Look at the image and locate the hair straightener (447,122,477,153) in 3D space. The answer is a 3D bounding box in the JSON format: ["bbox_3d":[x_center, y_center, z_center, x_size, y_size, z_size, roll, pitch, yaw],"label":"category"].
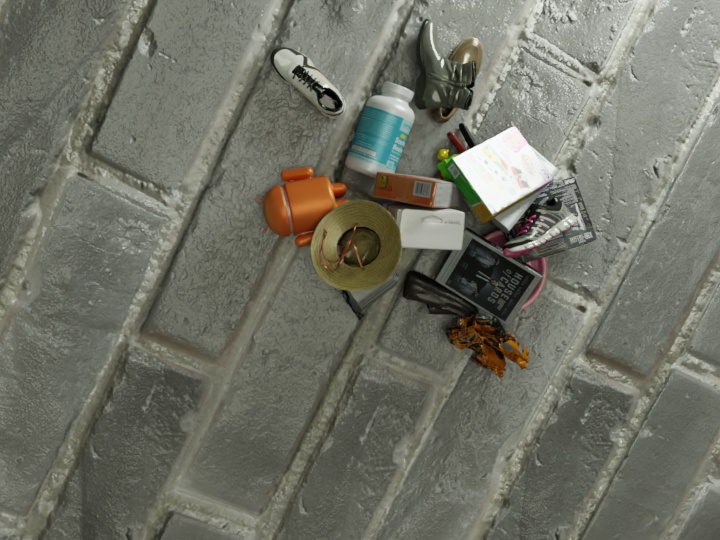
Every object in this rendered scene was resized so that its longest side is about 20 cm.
[{"bbox_3d":[0.285,-0.255,1.726,0.077,0.041,0.200,-40,97,-8],"label":"hair straightener"}]

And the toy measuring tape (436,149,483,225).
[{"bbox_3d":[0.237,-0.197,1.723,0.073,0.074,0.200,-39,109,-1],"label":"toy measuring tape"}]

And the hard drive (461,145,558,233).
[{"bbox_3d":[0.336,-0.196,1.698,0.132,0.026,0.200,41,71,3],"label":"hard drive"}]

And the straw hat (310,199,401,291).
[{"bbox_3d":[0.002,-0.049,1.592,0.200,0.085,0.202,-1,87,19],"label":"straw hat"}]

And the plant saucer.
[{"bbox_3d":[0.337,0.000,1.783,0.199,0.051,0.202,-2,101,-9],"label":"plant saucer"}]

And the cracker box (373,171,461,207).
[{"bbox_3d":[0.127,-0.172,1.620,0.133,0.200,0.058,12,99,21],"label":"cracker box"}]

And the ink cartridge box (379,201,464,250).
[{"bbox_3d":[0.127,-0.100,1.651,0.145,0.200,0.085,2,100,-10],"label":"ink cartridge box"}]

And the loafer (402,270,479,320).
[{"bbox_3d":[0.183,0.070,1.766,0.199,0.073,0.072,27,107,-10],"label":"loafer"}]

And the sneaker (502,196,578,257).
[{"bbox_3d":[0.380,-0.098,1.664,0.199,0.074,0.088,-29,86,-19],"label":"sneaker"}]

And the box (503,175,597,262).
[{"bbox_3d":[0.423,-0.114,1.737,0.199,0.050,0.158,-17,83,-15],"label":"box"}]

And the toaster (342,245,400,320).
[{"bbox_3d":[0.000,0.000,1.693,0.129,0.114,0.200,-34,99,-5],"label":"toaster"}]

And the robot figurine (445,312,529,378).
[{"bbox_3d":[0.293,0.172,1.766,0.200,0.058,0.145,34,136,-25],"label":"robot figurine"}]

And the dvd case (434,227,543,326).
[{"bbox_3d":[0.287,0.015,1.712,0.200,0.025,0.151,32,119,8],"label":"dvd case"}]

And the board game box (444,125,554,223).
[{"bbox_3d":[0.302,-0.211,1.644,0.200,0.040,0.153,-29,80,-27],"label":"board game box"}]

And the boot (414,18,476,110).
[{"bbox_3d":[0.189,-0.440,1.630,0.130,0.068,0.201,2,90,23],"label":"boot"}]

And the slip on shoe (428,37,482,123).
[{"bbox_3d":[0.215,-0.420,1.678,0.076,0.061,0.201,29,94,-13],"label":"slip on shoe"}]

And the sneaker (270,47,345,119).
[{"bbox_3d":[-0.106,-0.405,1.619,0.200,0.080,0.074,38,94,-12],"label":"sneaker"}]

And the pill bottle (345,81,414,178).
[{"bbox_3d":[0.049,-0.301,1.647,0.110,0.111,0.201,19,97,-12],"label":"pill bottle"}]

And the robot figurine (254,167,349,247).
[{"bbox_3d":[-0.124,-0.140,1.647,0.199,0.117,0.144,-13,123,-8],"label":"robot figurine"}]
